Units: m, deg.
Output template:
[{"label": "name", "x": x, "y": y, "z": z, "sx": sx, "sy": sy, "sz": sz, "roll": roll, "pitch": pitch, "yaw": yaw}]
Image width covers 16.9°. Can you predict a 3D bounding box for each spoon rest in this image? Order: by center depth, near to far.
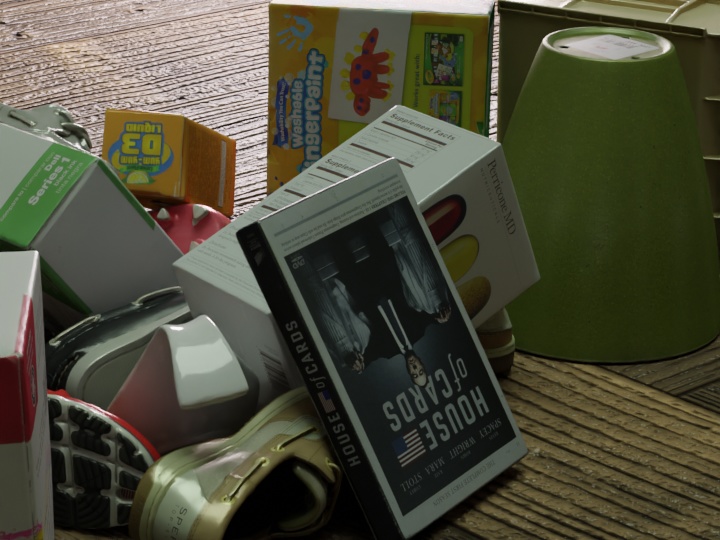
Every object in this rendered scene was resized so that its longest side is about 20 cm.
[{"label": "spoon rest", "x": -0.100, "y": 0.069, "z": 1.425, "sx": 0.099, "sy": 0.061, "sz": 0.200, "roll": -13, "pitch": -12, "yaw": -13}]

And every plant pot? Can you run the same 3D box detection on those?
[{"label": "plant pot", "x": 0.169, "y": -0.063, "z": 1.710, "sx": 0.185, "sy": 0.202, "sz": 0.187, "roll": 1, "pitch": 19, "yaw": 0}]

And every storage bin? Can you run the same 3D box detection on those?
[{"label": "storage bin", "x": 0.204, "y": -0.109, "z": 1.839, "sx": 0.197, "sy": 0.202, "sz": 0.094, "roll": 11, "pitch": 23, "yaw": 25}]

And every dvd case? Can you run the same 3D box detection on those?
[{"label": "dvd case", "x": 0.016, "y": 0.045, "z": 1.430, "sx": 0.025, "sy": 0.201, "sz": 0.150, "roll": -24, "pitch": 2, "yaw": 37}]

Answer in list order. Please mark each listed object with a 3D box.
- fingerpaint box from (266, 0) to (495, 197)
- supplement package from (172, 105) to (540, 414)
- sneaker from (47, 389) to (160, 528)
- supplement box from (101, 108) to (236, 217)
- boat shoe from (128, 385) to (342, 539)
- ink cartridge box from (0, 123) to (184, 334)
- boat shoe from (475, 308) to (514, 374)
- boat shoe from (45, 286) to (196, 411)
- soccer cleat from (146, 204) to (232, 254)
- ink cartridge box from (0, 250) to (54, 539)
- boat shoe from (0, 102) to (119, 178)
[{"label": "fingerpaint box", "x": 0.014, "y": -0.105, "z": 1.817, "sx": 0.165, "sy": 0.202, "sz": 0.073, "roll": 3, "pitch": 19, "yaw": 6}, {"label": "supplement package", "x": 0.000, "y": 0.000, "z": 1.558, "sx": 0.200, "sy": 0.114, "sz": 0.109, "roll": -37, "pitch": 36, "yaw": -24}, {"label": "sneaker", "x": -0.188, "y": 0.095, "z": 1.442, "sx": 0.199, "sy": 0.078, "sz": 0.085, "roll": 15, "pitch": 18, "yaw": 31}, {"label": "supplement box", "x": -0.143, "y": -0.080, "z": 1.839, "sx": 0.066, "sy": 0.070, "sz": 0.200, "roll": 4, "pitch": 0, "yaw": 7}, {"label": "boat shoe", "x": -0.047, "y": 0.123, "z": 1.390, "sx": 0.066, "sy": 0.075, "sz": 0.199, "roll": 28, "pitch": 32, "yaw": 28}, {"label": "ink cartridge box", "x": -0.227, "y": -0.028, "z": 1.652, "sx": 0.199, "sy": 0.146, "sz": 0.085, "roll": 21, "pitch": 68, "yaw": 41}, {"label": "boat shoe", "x": 0.050, "y": 0.005, "z": 1.695, "sx": 0.071, "sy": 0.077, "sz": 0.200, "roll": -10, "pitch": 23, "yaw": -29}, {"label": "boat shoe", "x": -0.123, "y": 0.045, "z": 1.589, "sx": 0.199, "sy": 0.074, "sz": 0.060, "roll": -25, "pitch": 36, "yaw": -35}, {"label": "soccer cleat", "x": -0.181, "y": -0.017, "z": 1.789, "sx": 0.198, "sy": 0.067, "sz": 0.076, "roll": 0, "pitch": -20, "yaw": 21}, {"label": "ink cartridge box", "x": -0.198, "y": 0.108, "z": 1.214, "sx": 0.085, "sy": 0.202, "sz": 0.148, "roll": -1, "pitch": 20, "yaw": -5}, {"label": "boat shoe", "x": -0.228, "y": -0.087, "z": 1.757, "sx": 0.199, "sy": 0.072, "sz": 0.066, "roll": 13, "pitch": 61, "yaw": 51}]
